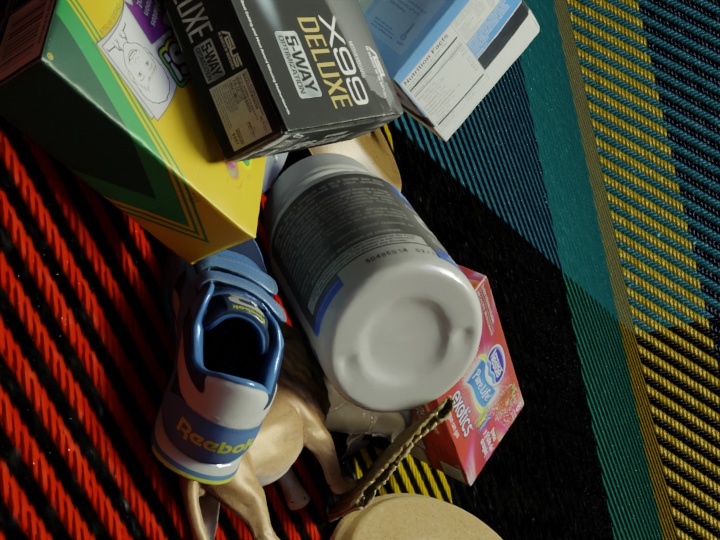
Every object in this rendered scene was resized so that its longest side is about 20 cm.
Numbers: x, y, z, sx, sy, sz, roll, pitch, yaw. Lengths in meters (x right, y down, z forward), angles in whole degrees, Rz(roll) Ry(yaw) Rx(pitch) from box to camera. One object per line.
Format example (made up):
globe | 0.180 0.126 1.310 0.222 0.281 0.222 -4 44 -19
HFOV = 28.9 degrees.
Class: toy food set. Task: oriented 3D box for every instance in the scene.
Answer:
toy food set | 0.059 0.256 1.058 0.199 0.049 0.199 30 38 -5

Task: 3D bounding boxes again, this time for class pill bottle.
pill bottle | 0.000 0.000 0.975 0.114 0.113 0.200 63 -3 -33

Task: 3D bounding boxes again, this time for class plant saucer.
plant saucer | -0.016 -0.124 1.185 0.201 0.035 0.201 56 13 -20

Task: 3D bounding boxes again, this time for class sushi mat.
sushi mat | 0.018 0.138 0.986 0.012 0.096 0.200 44 -14 4

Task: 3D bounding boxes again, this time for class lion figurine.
lion figurine | -0.068 0.114 0.889 0.124 0.072 0.200 65 24 -12

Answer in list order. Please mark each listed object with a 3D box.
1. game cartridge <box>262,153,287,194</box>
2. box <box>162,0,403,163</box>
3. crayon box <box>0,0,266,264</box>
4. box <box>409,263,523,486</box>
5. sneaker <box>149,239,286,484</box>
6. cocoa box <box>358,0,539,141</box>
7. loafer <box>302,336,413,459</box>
game cartridge | -0.106 -0.110 0.994 0.200 0.040 0.135 -44 115 -69
box | -0.062 -0.172 0.860 0.157 0.049 0.202 -18 85 -61
crayon box | -0.126 -0.134 0.839 0.172 0.058 0.202 40 41 -37
box | 0.058 0.077 1.152 0.096 0.099 0.201 -53 147 -22
sneaker | -0.080 0.030 0.853 0.073 0.083 0.201 14 43 -19
cocoa box | 0.026 -0.233 1.183 0.200 0.134 0.131 41 2 29
loafer | -0.020 0.108 1.065 0.072 0.072 0.200 -63 153 -9
